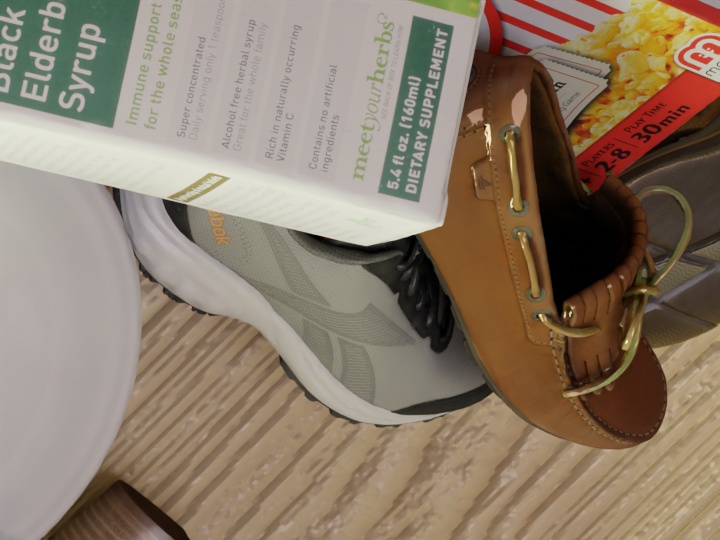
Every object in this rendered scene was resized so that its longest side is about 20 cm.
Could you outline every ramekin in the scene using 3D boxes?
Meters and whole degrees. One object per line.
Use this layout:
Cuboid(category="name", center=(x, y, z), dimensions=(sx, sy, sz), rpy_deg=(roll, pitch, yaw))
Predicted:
Cuboid(category="ramekin", center=(-0.182, 0.013, 0.927), dimensions=(0.201, 0.094, 0.204), rpy_deg=(-8, 115, -19))

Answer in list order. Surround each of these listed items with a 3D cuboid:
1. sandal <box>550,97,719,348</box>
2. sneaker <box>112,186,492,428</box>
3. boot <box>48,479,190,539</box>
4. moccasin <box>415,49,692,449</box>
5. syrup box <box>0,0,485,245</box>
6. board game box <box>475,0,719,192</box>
Cuboid(category="sandal", center=(0.146, -0.042, 1.058), dimensions=(0.200, 0.054, 0.080), rpy_deg=(-39, 119, -3))
Cuboid(category="sneaker", center=(0.000, 0.000, 0.978), dimensions=(0.079, 0.074, 0.200), rpy_deg=(-16, 149, 33))
Cuboid(category="boot", center=(-0.081, 0.195, 1.055), dimensions=(0.155, 0.077, 0.200), rpy_deg=(-47, 118, 1))
Cuboid(category="moccasin", center=(0.073, -0.006, 0.963), dimensions=(0.077, 0.074, 0.202), rpy_deg=(-6, 135, 24))
Cuboid(category="syrup box", center=(-0.071, -0.069, 0.833), dimensions=(0.199, 0.081, 0.079), rpy_deg=(13, 82, -15))
Cuboid(category="board game box", center=(0.020, -0.089, 0.944), dimensions=(0.199, 0.047, 0.151), rpy_deg=(19, 144, -27))
